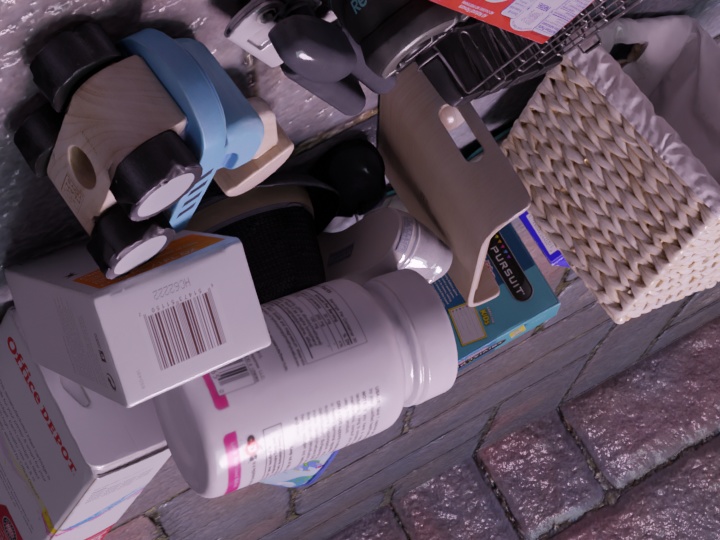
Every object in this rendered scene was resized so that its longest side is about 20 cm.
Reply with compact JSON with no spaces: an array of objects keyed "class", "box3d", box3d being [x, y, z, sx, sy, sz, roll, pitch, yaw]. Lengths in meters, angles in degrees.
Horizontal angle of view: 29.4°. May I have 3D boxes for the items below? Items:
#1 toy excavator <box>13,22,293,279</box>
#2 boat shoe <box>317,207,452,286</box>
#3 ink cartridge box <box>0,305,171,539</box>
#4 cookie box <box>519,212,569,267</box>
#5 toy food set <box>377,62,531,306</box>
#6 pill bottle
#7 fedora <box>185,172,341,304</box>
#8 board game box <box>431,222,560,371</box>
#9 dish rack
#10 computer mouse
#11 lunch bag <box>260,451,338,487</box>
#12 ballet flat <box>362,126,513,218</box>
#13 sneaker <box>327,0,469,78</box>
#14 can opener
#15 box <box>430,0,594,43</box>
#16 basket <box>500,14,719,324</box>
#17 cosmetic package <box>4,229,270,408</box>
[{"class":"toy excavator","box3d":[-0.098,-0.079,0.819,0.199,0.100,0.195,-30,168,-34]},{"class":"boat shoe","box3d":[0.000,0.000,1.097,0.068,0.073,0.199,27,150,-25]},{"class":"ink cartridge box","box3d":[-0.234,0.127,1.063,0.082,0.147,0.200,-18,160,-39]},{"class":"cookie box","box3d":[0.287,-0.076,1.518,0.171,0.076,0.199,-37,162,19]},{"class":"toy food set","box3d":[0.074,-0.067,1.046,0.060,0.144,0.200,-29,163,-9]},{"class":"pill bottle","box3d":[-0.038,0.073,0.962,0.198,0.114,0.114,-18,160,-23]},{"class":"fedora","box3d":[-0.093,0.013,1.039,0.198,0.092,0.201,-21,160,-8]},{"class":"board game box","box3d":[0.061,0.021,1.266,0.198,0.152,0.047,-28,165,-6]},{"class":"dish rack","box3d":[0.144,-0.181,0.911,0.199,0.055,0.153,-33,176,43]},{"class":"computer mouse","box3d":[-0.003,-0.039,1.122,0.058,0.034,0.201,-18,151,-6]},{"class":"lunch bag","box3d":[-0.109,0.112,1.192,0.198,0.083,0.161,22,144,-14]},{"class":"ballet flat","box3d":[0.097,-0.068,1.226,0.198,0.064,0.068,-27,164,-13]},{"class":"sneaker","box3d":[0.022,-0.165,0.809,0.075,0.080,0.200,-38,-177,8]},{"class":"can opener","box3d":[-0.020,-0.124,0.846,0.053,0.067,0.200,-33,163,13]},{"class":"box","box3d":[0.075,-0.201,0.737,0.099,0.096,0.199,-39,162,24]},{"class":"basket","box3d":[0.248,-0.091,1.156,0.197,0.201,0.161,-15,151,-47]},{"class":"cosmetic package","box3d":[-0.148,0.022,0.877,0.101,0.072,0.199,-23,-165,-26]}]
